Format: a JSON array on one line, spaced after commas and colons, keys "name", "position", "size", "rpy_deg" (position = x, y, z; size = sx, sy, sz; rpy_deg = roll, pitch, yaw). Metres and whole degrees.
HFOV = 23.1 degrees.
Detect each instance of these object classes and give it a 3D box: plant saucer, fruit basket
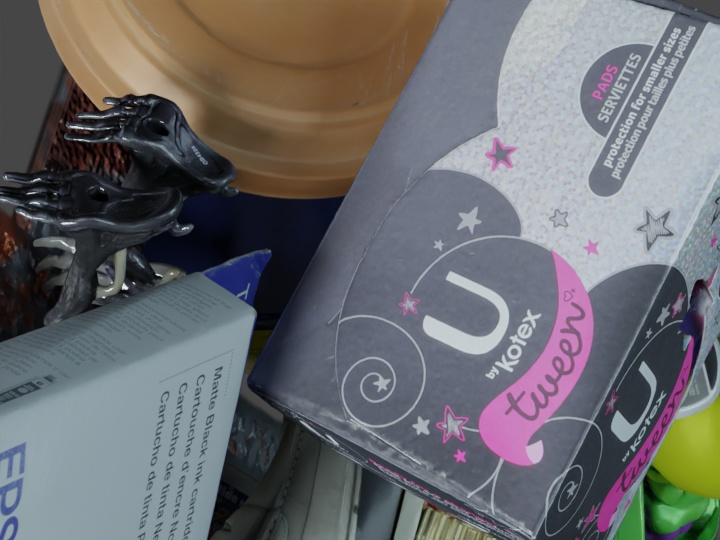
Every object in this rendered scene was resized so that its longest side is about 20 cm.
[{"name": "plant saucer", "position": [-0.034, -0.125, 0.730], "size": [0.199, 0.032, 0.202], "rpy_deg": [9, 62, -17]}, {"name": "fruit basket", "position": [0.199, 0.082, 1.076], "size": [0.155, 0.214, 0.217], "rpy_deg": [-13, 100, -58]}]

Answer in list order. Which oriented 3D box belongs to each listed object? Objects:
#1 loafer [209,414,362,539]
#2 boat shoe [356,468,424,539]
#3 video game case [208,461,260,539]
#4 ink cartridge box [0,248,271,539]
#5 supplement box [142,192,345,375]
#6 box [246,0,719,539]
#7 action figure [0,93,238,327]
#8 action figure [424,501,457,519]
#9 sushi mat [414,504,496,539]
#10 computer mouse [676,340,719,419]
[{"name": "loafer", "position": [-0.041, 0.130, 0.742], "size": [0.070, 0.069, 0.201], "rpy_deg": [111, -10, -61]}, {"name": "boat shoe", "position": [-0.022, 0.168, 0.858], "size": [0.062, 0.073, 0.201], "rpy_deg": [22, 70, -11]}, {"name": "video game case", "position": [-0.047, 0.199, 0.765], "size": [0.143, 0.018, 0.201], "rpy_deg": [33, 55, -17]}, {"name": "ink cartridge box", "position": [-0.091, 0.106, 0.589], "size": [0.200, 0.040, 0.201], "rpy_deg": [-24, 133, -57]}, {"name": "supplement box", "position": [0.000, 0.000, 0.833], "size": [0.200, 0.108, 0.110], "rpy_deg": [33, 61, -54]}, {"name": "box", "position": [0.070, -0.003, 0.676], "size": [0.201, 0.132, 0.115], "rpy_deg": [-62, 155, -7]}, {"name": "action figure", "position": [-0.101, 0.031, 0.678], "size": [0.119, 0.101, 0.201], "rpy_deg": [-65, 166, -49]}, {"name": "action figure", "position": [0.046, 0.185, 0.965], "size": [0.065, 0.051, 0.202], "rpy_deg": [0, 87, -54]}, {"name": "sushi mat", "position": [0.034, 0.228, 0.911], "size": [0.095, 0.012, 0.201], "rpy_deg": [27, 77, -39]}, {"name": "computer mouse", "position": [0.104, 0.061, 0.966], "size": [0.198, 0.044, 0.111], "rpy_deg": [-3, 70, -17]}]
